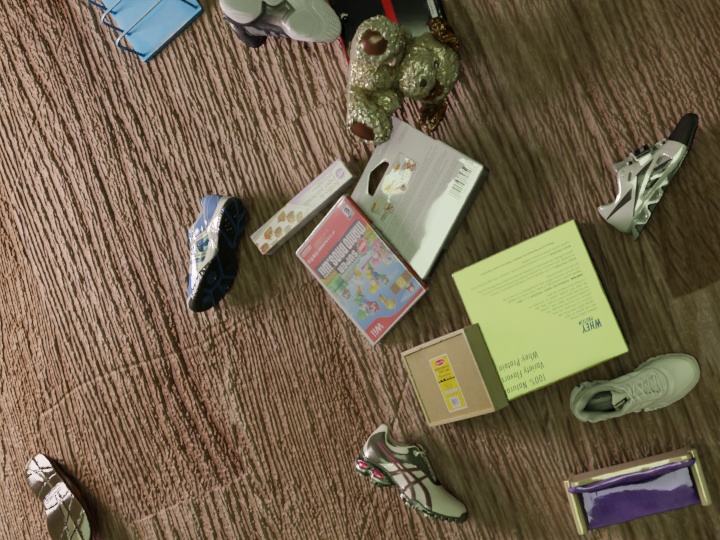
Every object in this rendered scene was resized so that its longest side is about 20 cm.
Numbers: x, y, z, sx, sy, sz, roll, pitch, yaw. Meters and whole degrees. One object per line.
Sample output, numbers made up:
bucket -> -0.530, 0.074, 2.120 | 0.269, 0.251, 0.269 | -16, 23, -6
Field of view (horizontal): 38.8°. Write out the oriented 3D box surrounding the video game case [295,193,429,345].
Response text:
video game case -> 0.000, 0.000, 1.621 | 0.201, 0.017, 0.143 | 49, 122, 9

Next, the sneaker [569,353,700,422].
sneaker -> 0.404, 0.179, 1.504 | 0.197, 0.081, 0.076 | -23, 83, 13

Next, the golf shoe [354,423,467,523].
golf shoe -> 0.088, 0.322, 1.596 | 0.198, 0.077, 0.089 | 29, 91, 13

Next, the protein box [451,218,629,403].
protein box -> 0.269, 0.059, 1.510 | 0.196, 0.135, 0.203 | -24, 84, 14

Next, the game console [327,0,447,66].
game console -> 0.046, -0.399, 1.627 | 0.174, 0.031, 0.204 | -19, 86, 10

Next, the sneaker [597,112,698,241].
sneaker -> 0.419, -0.152, 1.498 | 0.088, 0.074, 0.202 | 32, 98, 11

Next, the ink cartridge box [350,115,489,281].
ink cartridge box -> 0.081, -0.114, 1.609 | 0.172, 0.043, 0.202 | 32, 99, 20

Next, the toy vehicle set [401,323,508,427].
toy vehicle set -> 0.137, 0.161, 1.533 | 0.026, 0.199, 0.126 | -18, 85, -28

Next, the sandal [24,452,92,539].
sandal -> -0.518, 0.406, 1.779 | 0.082, 0.055, 0.200 | -44, 65, 6

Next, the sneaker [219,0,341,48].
sneaker -> -0.130, -0.400, 1.640 | 0.196, 0.114, 0.077 | 15, 78, -7

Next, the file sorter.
file sorter -> -0.385, -0.478, 1.694 | 0.138, 0.123, 0.201 | -37, 81, 12

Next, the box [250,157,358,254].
box -> -0.091, -0.102, 1.658 | 0.199, 0.041, 0.039 | -40, 81, 13

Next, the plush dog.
plush dog -> 0.068, -0.305, 1.555 | 0.168, 0.162, 0.203 | 4, 125, -5

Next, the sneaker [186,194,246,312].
sneaker -> -0.249, -0.030, 1.696 | 0.076, 0.075, 0.204 | 22, 97, 36

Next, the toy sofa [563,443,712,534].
toy sofa -> 0.404, 0.323, 1.495 | 0.197, 0.097, 0.084 | -17, 86, 14
